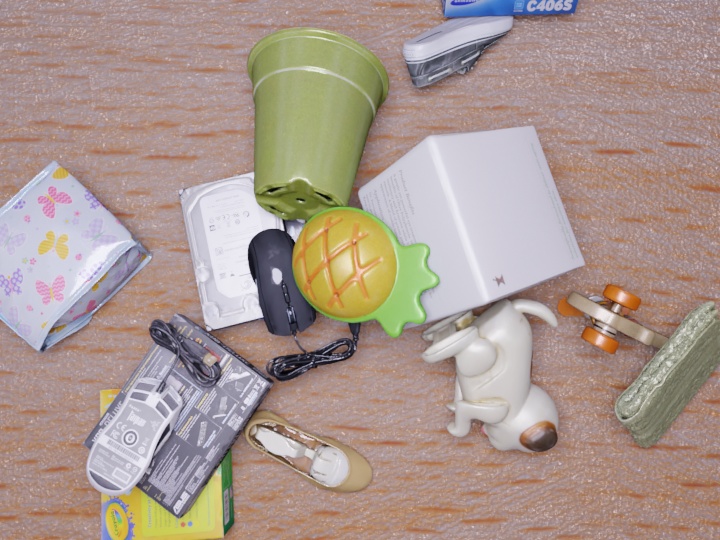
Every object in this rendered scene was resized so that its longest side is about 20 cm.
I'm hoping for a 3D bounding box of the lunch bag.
[{"bbox_3d":[-0.426,-0.015,0.818,0.169,0.127,0.200,42,76,2],"label":"lunch bag"}]

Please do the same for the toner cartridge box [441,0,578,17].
[{"bbox_3d":[0.220,-0.429,0.883,0.195,0.044,0.096,-2,54,0],"label":"toner cartridge box"}]

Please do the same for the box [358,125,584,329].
[{"bbox_3d":[0.140,-0.056,0.764,0.197,0.171,0.203,-15,83,-34],"label":"box"}]

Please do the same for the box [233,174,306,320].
[{"bbox_3d":[-0.143,-0.032,0.862,0.116,0.041,0.204,8,82,1],"label":"box"}]

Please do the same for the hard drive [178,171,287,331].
[{"bbox_3d":[-0.167,-0.029,0.824,0.137,0.038,0.204,-12,85,-1],"label":"hard drive"}]

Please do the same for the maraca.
[{"bbox_3d":[0.000,0.000,0.717,0.197,0.107,0.140,23,100,24],"label":"maraca"}]

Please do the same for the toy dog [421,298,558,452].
[{"bbox_3d":[0.193,0.151,0.801,0.191,0.140,0.203,-28,96,1],"label":"toy dog"}]

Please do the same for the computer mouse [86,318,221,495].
[{"bbox_3d":[-0.259,0.171,0.718,0.108,0.044,0.202,30,76,0],"label":"computer mouse"}]

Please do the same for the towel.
[{"bbox_3d":[0.428,0.144,0.802,0.201,0.148,0.036,-52,43,-2],"label":"towel"}]

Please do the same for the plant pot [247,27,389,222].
[{"bbox_3d":[-0.066,-0.172,0.779,0.195,0.200,0.194,5,72,1],"label":"plant pot"}]

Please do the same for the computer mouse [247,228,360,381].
[{"bbox_3d":[-0.070,0.036,0.780,0.137,0.046,0.204,-10,86,-12],"label":"computer mouse"}]

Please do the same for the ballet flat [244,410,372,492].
[{"bbox_3d":[-0.076,0.260,0.818,0.197,0.063,0.070,23,85,2],"label":"ballet flat"}]

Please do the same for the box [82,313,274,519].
[{"bbox_3d":[-0.231,0.184,0.761,0.156,0.050,0.202,33,82,5],"label":"box"}]

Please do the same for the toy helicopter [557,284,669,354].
[{"bbox_3d":[0.368,0.076,0.824,0.197,0.132,0.080,23,96,-21],"label":"toy helicopter"}]

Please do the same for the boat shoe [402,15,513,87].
[{"bbox_3d":[0.145,-0.331,0.880,0.197,0.072,0.072,-26,128,-19],"label":"boat shoe"}]

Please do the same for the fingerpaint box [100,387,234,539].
[{"bbox_3d":[-0.265,0.260,0.812,0.163,0.073,0.205,-5,82,-1],"label":"fingerpaint box"}]
